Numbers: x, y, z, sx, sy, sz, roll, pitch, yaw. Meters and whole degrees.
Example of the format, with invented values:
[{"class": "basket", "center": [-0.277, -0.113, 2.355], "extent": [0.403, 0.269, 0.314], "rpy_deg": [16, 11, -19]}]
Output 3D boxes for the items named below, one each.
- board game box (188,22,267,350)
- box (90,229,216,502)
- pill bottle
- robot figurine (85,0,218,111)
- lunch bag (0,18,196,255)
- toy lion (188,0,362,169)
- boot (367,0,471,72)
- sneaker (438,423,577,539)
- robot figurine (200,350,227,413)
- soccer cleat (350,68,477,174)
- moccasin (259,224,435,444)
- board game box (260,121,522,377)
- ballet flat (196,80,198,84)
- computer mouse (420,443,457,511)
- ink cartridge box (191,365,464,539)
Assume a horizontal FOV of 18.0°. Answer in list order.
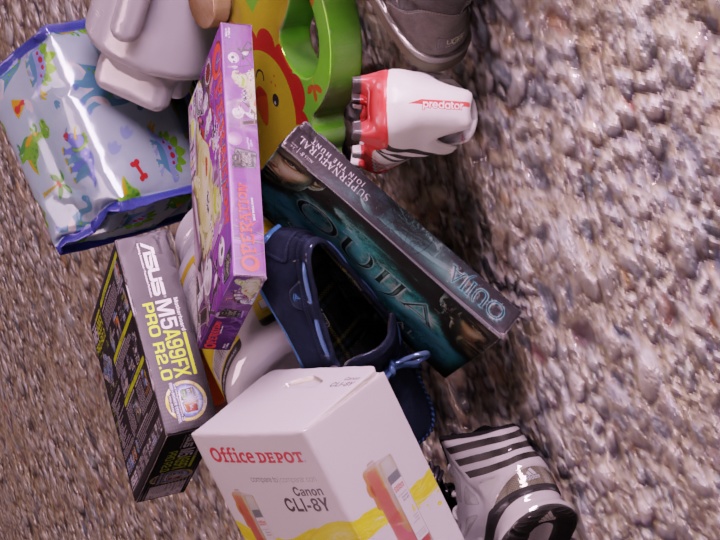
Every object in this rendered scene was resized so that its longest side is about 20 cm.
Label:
[{"class": "board game box", "center": [-0.096, -0.059, 1.615], "extent": [0.120, 0.032, 0.201], "rpy_deg": [126, 144, -56]}, {"class": "box", "center": [-0.165, 0.079, 1.788], "extent": [0.200, 0.044, 0.161], "rpy_deg": [120, 136, -66]}, {"class": "pill bottle", "center": [-0.076, 0.028, 1.729], "extent": [0.200, 0.111, 0.113], "rpy_deg": [-121, 22, -49]}, {"class": "robot figurine", "center": [-0.146, -0.227, 1.764], "extent": [0.112, 0.170, 0.201], "rpy_deg": [23, 114, 7]}, {"class": "lunch bag", "center": [-0.186, -0.123, 1.900], "extent": [0.127, 0.199, 0.171], "rpy_deg": [-29, 81, 40]}, {"class": "toy lion", "center": [-0.053, -0.146, 1.653], "extent": [0.200, 0.068, 0.193], "rpy_deg": [-24, 79, 61]}, {"class": "boot", "center": [0.034, -0.234, 1.409], "extent": [0.182, 0.072, 0.200], "rpy_deg": [50, 161, 15]}, {"class": "sneaker", "center": [0.095, 0.181, 1.642], "extent": [0.201, 0.075, 0.116], "rpy_deg": [110, 146, -49]}, {"class": "robot figurine", "center": [-0.074, 0.103, 1.857], "extent": [0.200, 0.144, 0.116], "rpy_deg": [48, 166, -20]}, {"class": "soccer cleat", "center": [0.036, -0.101, 1.531], "extent": [0.200, 0.084, 0.069], "rpy_deg": [72, -160, -88]}, {"class": "moccasin", "center": [-0.006, 0.055, 1.603], "extent": [0.068, 0.081, 0.200], "rpy_deg": [2, 139, 52]}, {"class": "board game box", "center": [0.012, -0.012, 1.586], "extent": [0.200, 0.028, 0.135], "rpy_deg": [41, 160, -2]}, {"class": "ballet flat", "center": [-0.071, -0.109, 1.801], "extent": [0.200, 0.069, 0.071], "rpy_deg": [48, 163, 42]}, {"class": "computer mouse", "center": [0.029, 0.105, 1.735], "extent": [0.201, 0.044, 0.110], "rpy_deg": [61, -172, 30]}, {"class": "ink cartridge box", "center": [-0.012, 0.175, 1.585], "extent": [0.145, 0.083, 0.201], "rpy_deg": [-7, 113, 53]}]
